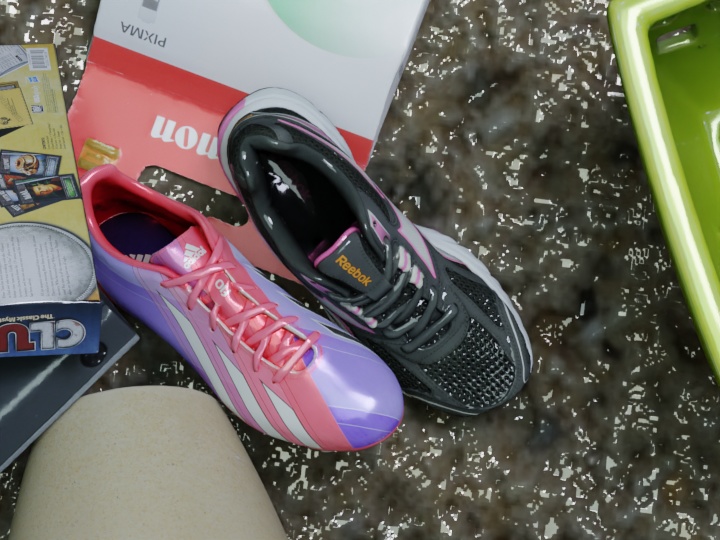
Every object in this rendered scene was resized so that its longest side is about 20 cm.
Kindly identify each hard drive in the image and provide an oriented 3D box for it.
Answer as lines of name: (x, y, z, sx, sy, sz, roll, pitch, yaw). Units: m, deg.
hard drive: (-0.216, 0.062, 1.336, 0.200, 0.033, 0.140, -44, 42, -1)

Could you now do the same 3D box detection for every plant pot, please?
plant pot: (0.232, -0.051, 1.286, 0.198, 0.181, 0.201, -16, 85, 2)
plant pot: (-0.102, 0.164, 1.301, 0.187, 0.187, 0.201, -10, 68, 2)

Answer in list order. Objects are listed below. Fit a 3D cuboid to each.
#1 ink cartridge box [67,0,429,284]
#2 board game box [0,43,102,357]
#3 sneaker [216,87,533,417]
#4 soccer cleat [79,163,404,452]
ink cartridge box: (-0.059, -0.112, 1.376, 0.160, 0.050, 0.201, 21, 84, 5)
board game box: (-0.203, -0.036, 1.305, 0.135, 0.035, 0.200, -2, 41, -12)
sneaker: (0.000, 0.000, 1.330, 0.200, 0.086, 0.080, 42, 99, -5)
soccer cleat: (-0.064, 0.019, 1.323, 0.200, 0.077, 0.067, 35, 69, 24)
